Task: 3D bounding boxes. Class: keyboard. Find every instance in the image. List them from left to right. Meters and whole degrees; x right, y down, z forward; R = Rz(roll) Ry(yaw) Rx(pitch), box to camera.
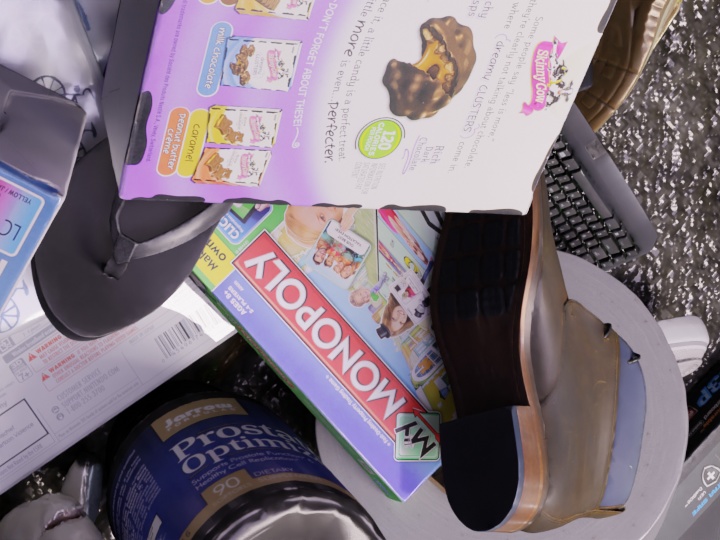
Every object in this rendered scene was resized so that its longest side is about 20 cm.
[{"bbox_3d":[0.076,-0.045,0.971,0.127,0.021,0.200,-20,139,21],"label":"keyboard"}]

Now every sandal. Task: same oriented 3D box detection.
[{"bbox_3d":[-0.081,-0.052,0.834,0.076,0.043,0.200,44,78,-7],"label":"sandal"}]

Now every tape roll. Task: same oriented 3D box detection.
[{"bbox_3d":[0.076,0.087,0.959,0.200,0.201,0.066,-33,160,-10],"label":"tape roll"}]

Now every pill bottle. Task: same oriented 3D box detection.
[{"bbox_3d":[-0.068,0.129,0.904,0.111,0.200,0.112,-7,108,-21],"label":"pill bottle"}]

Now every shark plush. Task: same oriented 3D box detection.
[{"bbox_3d":[-0.173,0.191,0.930,0.091,0.083,0.201,-12,134,-42],"label":"shark plush"}]

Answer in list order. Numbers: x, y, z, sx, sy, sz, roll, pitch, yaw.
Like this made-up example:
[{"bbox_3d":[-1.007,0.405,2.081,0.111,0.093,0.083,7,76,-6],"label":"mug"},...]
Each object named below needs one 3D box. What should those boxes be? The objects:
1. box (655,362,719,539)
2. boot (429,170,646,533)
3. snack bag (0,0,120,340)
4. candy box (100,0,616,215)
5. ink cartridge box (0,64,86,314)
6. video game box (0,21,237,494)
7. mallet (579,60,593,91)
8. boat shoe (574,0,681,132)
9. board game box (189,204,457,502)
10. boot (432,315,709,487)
[{"bbox_3d":[0.268,0.130,1.128,0.200,0.046,0.159,-46,117,-5],"label":"box"},{"bbox_3d":[0.092,0.034,0.888,0.097,0.075,0.201,12,76,-40],"label":"boot"},{"bbox_3d":[-0.126,-0.085,0.868,0.199,0.021,0.189,-24,112,-16],"label":"snack bag"},{"bbox_3d":[0.001,-0.110,0.764,0.199,0.072,0.168,2,135,-20],"label":"candy box"},{"bbox_3d":[-0.203,0.013,0.786,0.076,0.137,0.201,26,106,-13],"label":"ink cartridge box"},{"bbox_3d":[-0.173,-0.002,0.908,0.200,0.047,0.183,-34,117,-10],"label":"video game box"},{"bbox_3d":[0.028,-0.104,0.941,0.199,0.041,0.066,-17,102,2],"label":"mallet"},{"bbox_3d":[0.143,-0.145,0.977,0.074,0.066,0.200,38,113,11],"label":"boat shoe"},{"bbox_3d":[0.000,0.000,0.897,0.135,0.029,0.200,-45,103,-13],"label":"board game box"},{"bbox_3d":[0.127,0.101,1.026,0.199,0.074,0.096,-20,70,-8],"label":"boot"}]
